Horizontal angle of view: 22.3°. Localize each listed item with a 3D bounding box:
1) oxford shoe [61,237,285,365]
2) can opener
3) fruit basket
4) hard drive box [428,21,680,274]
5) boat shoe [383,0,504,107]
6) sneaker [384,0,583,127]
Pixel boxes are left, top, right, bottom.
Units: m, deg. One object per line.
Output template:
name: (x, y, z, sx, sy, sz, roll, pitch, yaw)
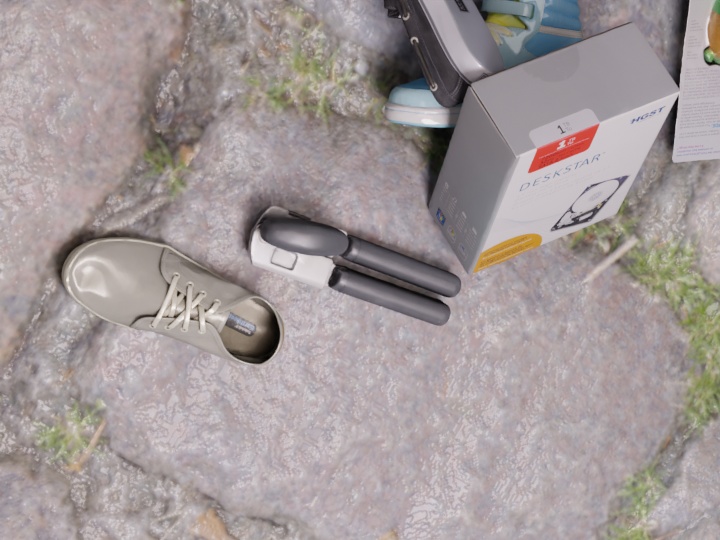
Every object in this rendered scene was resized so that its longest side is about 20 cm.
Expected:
oxford shoe: (-0.144, 0.026, 1.477, 0.200, 0.058, 0.075, 23, 93, -23)
can opener: (0.000, 0.000, 1.526, 0.200, 0.067, 0.053, 20, 93, -25)
fruit basket: (0.365, -0.202, 1.645, 0.185, 0.094, 0.200, -8, 119, -21)
hard drive box: (0.153, -0.097, 1.500, 0.156, 0.200, 0.077, -23, 68, -18)
boat shoe: (0.049, -0.220, 1.477, 0.070, 0.066, 0.200, -3, 61, -53)
sneaker: (0.103, -0.192, 1.529, 0.200, 0.080, 0.131, -14, 107, -30)
